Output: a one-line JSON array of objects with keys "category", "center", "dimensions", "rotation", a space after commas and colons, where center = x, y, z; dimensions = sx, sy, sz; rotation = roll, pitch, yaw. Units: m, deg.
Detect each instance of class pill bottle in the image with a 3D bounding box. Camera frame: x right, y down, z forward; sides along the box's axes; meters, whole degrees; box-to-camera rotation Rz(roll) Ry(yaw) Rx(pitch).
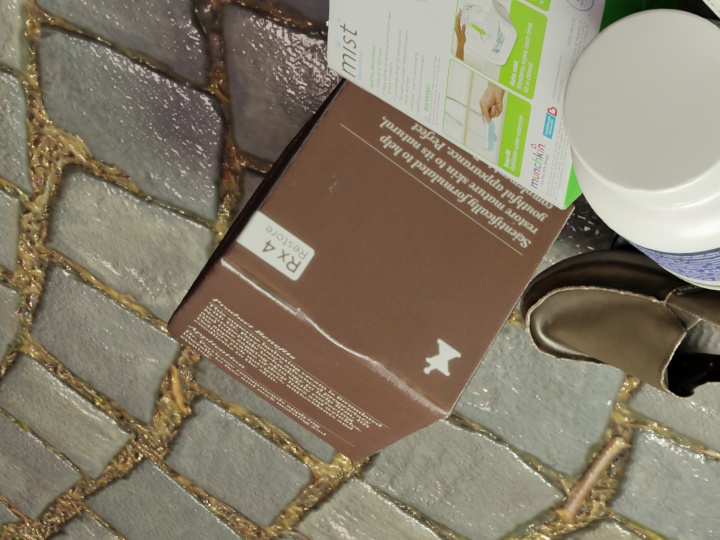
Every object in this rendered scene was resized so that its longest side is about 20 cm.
[{"category": "pill bottle", "center": [0.174, -0.062, 0.943], "dimensions": [0.119, 0.120, 0.200], "rotation": [14, 177, 24]}]

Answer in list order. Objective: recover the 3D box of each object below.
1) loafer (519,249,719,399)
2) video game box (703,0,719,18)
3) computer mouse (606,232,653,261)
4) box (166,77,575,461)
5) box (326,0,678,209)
[{"category": "loafer", "center": [0.184, 0.036, 1.113], "dimensions": [0.200, 0.071, 0.073], "rotation": [1, 129, 29]}, {"category": "video game box", "center": [0.265, -0.154, 0.833], "dimensions": [0.182, 0.200, 0.047], "rotation": [44, -175, -15]}, {"category": "computer mouse", "center": [0.223, -0.017, 1.130], "dimensions": [0.140, 0.046, 0.200], "rotation": [22, 136, 9]}, {"category": "box", "center": [0.000, 0.000, 1.167], "dimensions": [0.166, 0.164, 0.200], "rotation": [36, 159, -6]}, {"category": "box", "center": [0.076, -0.163, 0.998], "dimensions": [0.176, 0.097, 0.200], "rotation": [33, 146, 23]}]
